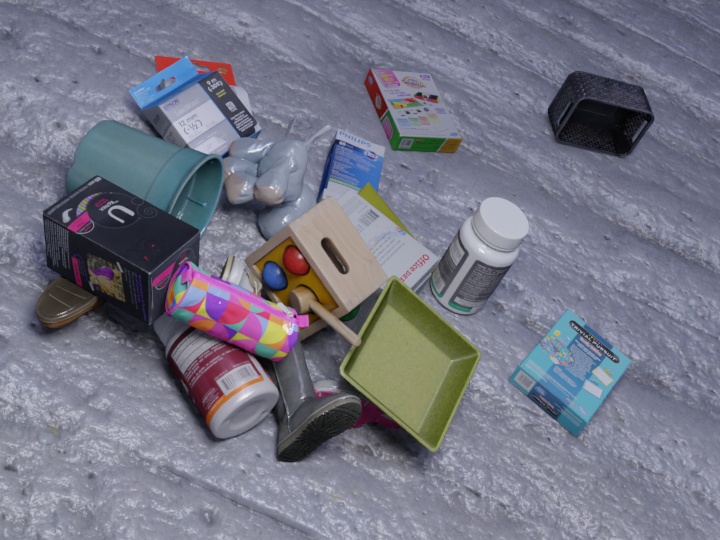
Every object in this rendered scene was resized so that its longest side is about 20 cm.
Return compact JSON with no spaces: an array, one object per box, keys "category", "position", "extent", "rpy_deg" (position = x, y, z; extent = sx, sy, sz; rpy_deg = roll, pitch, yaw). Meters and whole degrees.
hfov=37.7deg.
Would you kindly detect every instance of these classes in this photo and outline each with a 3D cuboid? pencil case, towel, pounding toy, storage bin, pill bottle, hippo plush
[{"category":"pencil case","position":[-0.177,0.058,1.494],"extent":[0.198,0.088,0.089],"rpy_deg":[23,42,-27]},{"category":"towel","position":[0.057,-0.060,1.884],"extent":[0.201,0.018,0.086],"rpy_deg":[50,40,-10]},{"category":"pounding toy","position":[-0.063,0.022,1.599],"extent":[0.142,0.184,0.201],"rpy_deg":[-37,93,-38]},{"category":"storage bin","position":[0.533,-0.347,2.344],"extent":[0.197,0.136,0.095],"rpy_deg":[10,47,-18]},{"category":"pill bottle","position":[0.209,-0.025,1.846],"extent":[0.112,0.201,0.114],"rpy_deg":[15,45,-15]},{"category":"hippo plush","position":[-0.147,-0.144,1.820],"extent":[0.158,0.162,0.201],"rpy_deg":[18,55,30]},{"category":"pill bottle","position":[-0.217,0.135,1.551],"extent":[0.113,0.115,0.201],"rpy_deg":[-18,60,-37]}]

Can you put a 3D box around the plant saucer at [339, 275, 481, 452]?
[{"category":"plant saucer","position":[0.069,0.146,1.608],"extent":[0.199,0.048,0.201],"rpy_deg":[41,54,-14]}]

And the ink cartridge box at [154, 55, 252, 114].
[{"category":"ink cartridge box","position":[-0.298,-0.346,1.992],"extent":[0.160,0.057,0.202],"rpy_deg":[2,55,-25]}]

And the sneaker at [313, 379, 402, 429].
[{"category":"sneaker","position":[0.007,0.191,1.645],"extent":[0.198,0.082,0.089],"rpy_deg":[11,45,-29]}]

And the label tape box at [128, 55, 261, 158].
[{"category":"label tape box","position":[-0.293,-0.284,1.872],"extent":[0.143,0.066,0.201],"rpy_deg":[-38,92,-32]}]

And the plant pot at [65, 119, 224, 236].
[{"category":"plant pot","position":[-0.349,-0.134,1.686],"extent":[0.194,0.202,0.201],"rpy_deg":[27,43,10]}]

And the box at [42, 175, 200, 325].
[{"category":"box","position":[-0.346,-0.032,1.529],"extent":[0.198,0.107,0.122],"rpy_deg":[27,44,16]}]

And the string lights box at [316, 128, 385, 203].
[{"category":"string lights box","position":[-0.019,-0.166,1.961],"extent":[0.102,0.059,0.202],"rpy_deg":[20,45,-10]}]

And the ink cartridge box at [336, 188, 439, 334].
[{"category":"ink cartridge box","position":[0.000,0.000,1.758],"extent":[0.199,0.145,0.145],"rpy_deg":[38,45,11]}]

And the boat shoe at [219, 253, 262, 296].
[{"category":"boat shoe","position":[-0.185,0.026,1.618],"extent":[0.068,0.200,0.076],"rpy_deg":[24,83,-3]}]

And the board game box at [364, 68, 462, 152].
[{"category":"board game box","position":[0.108,-0.333,2.187],"extent":[0.151,0.041,0.202],"rpy_deg":[0,51,-27]}]

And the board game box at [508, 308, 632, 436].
[{"category":"board game box","position":[0.372,0.176,1.857],"extent":[0.151,0.047,0.200],"rpy_deg":[40,45,11]}]

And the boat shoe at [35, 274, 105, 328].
[{"category":"boat shoe","position":[-0.408,0.034,1.574],"extent":[0.071,0.069,0.200],"rpy_deg":[26,41,13]}]

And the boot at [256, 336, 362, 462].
[{"category":"boot","position":[-0.085,0.159,1.564],"extent":[0.072,0.181,0.202],"rpy_deg":[27,39,-40]}]
